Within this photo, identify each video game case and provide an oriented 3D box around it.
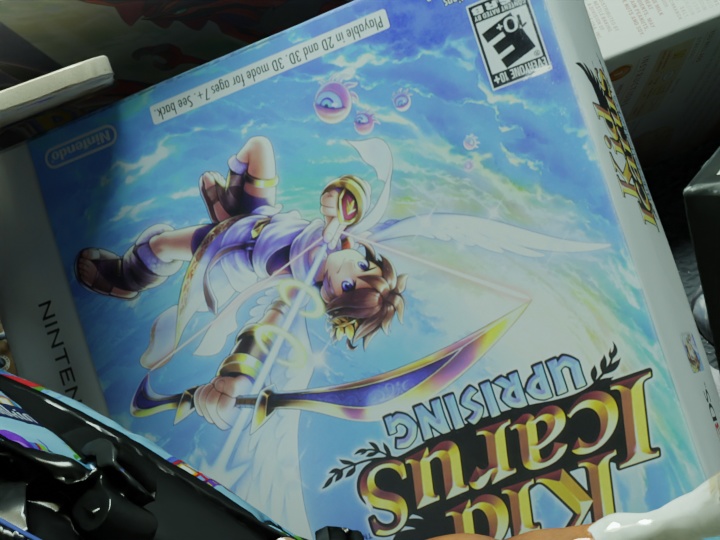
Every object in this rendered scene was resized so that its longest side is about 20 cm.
[{"bbox_3d":[-0.048,-0.076,0.751,0.199,0.023,0.182,1,-22,-9],"label":"video game case"},{"bbox_3d":[-0.005,0.022,0.697,0.199,0.182,0.045,-21,-5,22],"label":"video game case"}]

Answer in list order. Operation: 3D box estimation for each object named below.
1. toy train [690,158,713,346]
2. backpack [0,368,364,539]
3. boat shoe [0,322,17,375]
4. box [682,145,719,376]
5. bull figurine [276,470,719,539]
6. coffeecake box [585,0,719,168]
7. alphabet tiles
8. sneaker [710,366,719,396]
[{"bbox_3d":[0.203,-0.030,0.855,0.114,0.086,0.200,17,44,35],"label":"toy train"},{"bbox_3d":[-0.120,0.087,0.623,0.199,0.135,0.182,24,-3,27],"label":"backpack"},{"bbox_3d":[-0.144,0.048,0.896,0.072,0.073,0.200,-5,26,18],"label":"boat shoe"},{"bbox_3d":[0.177,0.036,0.587,0.124,0.201,0.149,1,29,33],"label":"box"},{"bbox_3d":[0.037,0.101,0.586,0.121,0.066,0.200,-13,-19,-2],"label":"bull figurine"},{"bbox_3d":[0.082,-0.086,0.961,0.199,0.073,0.154,-22,-17,-15],"label":"coffeecake box"},{"bbox_3d":[-0.162,-0.021,0.687,0.195,0.015,0.200,-20,4,-4],"label":"alphabet tiles"},{"bbox_3d":[0.040,0.063,0.756,0.199,0.113,0.077,28,24,18],"label":"sneaker"}]
